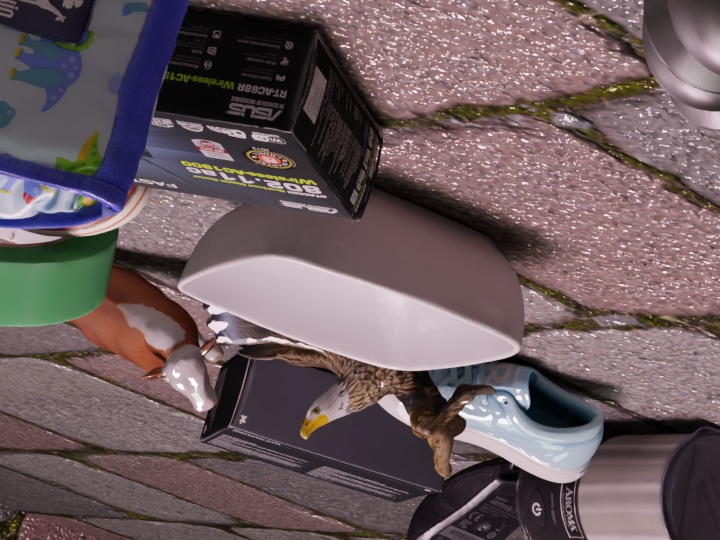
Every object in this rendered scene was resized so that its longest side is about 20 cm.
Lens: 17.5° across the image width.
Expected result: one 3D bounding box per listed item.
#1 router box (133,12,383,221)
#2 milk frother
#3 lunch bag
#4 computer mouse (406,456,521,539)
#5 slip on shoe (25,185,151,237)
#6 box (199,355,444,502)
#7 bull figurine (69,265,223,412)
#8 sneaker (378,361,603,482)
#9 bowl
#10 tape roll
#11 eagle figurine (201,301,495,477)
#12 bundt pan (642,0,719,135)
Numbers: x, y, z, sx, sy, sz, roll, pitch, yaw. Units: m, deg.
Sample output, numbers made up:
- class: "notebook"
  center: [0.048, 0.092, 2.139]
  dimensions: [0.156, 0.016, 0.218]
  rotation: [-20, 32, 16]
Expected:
- class: "router box"
  center: [-0.101, -0.093, 1.321]
  dimensions: [0.199, 0.062, 0.150]
  rotation: [10, 166, 18]
- class: "milk frother"
  center: [0.271, 0.203, 1.968]
  dimensions: [0.199, 0.181, 0.188]
  rotation: [-28, -167, -34]
- class: "lunch bag"
  center: [-0.168, -0.113, 1.099]
  dimensions: [0.199, 0.171, 0.127]
  rotation: [6, 164, 32]
- class: "computer mouse"
  center: [0.119, 0.202, 2.093]
  dimensions: [0.200, 0.053, 0.138]
  rotation: [-37, 139, 18]
- class: "slip on shoe"
  center: [-0.230, -0.072, 1.523]
  dimensions: [0.199, 0.074, 0.061]
  rotation: [15, 163, 18]
- class: "box"
  center: [-0.029, 0.141, 2.093]
  dimensions: [0.199, 0.079, 0.141]
  rotation: [18, 169, -12]
- class: "bull figurine"
  center: [-0.174, 0.044, 1.831]
  dimensions: [0.200, 0.065, 0.121]
  rotation: [36, 173, 20]
- class: "sneaker"
  center: [0.102, 0.093, 1.841]
  dimensions: [0.199, 0.074, 0.082]
  rotation: [21, 135, -5]
- class: "bowl"
  center: [0.000, 0.000, 1.544]
  dimensions: [0.199, 0.075, 0.199]
  rotation: [22, 164, -23]
- class: "tape roll"
  center: [-0.264, -0.025, 1.568]
  dimensions: [0.199, 0.048, 0.201]
  rotation: [12, -160, -5]
- class: "eagle figurine"
  center: [-0.008, 0.061, 1.744]
  dimensions: [0.200, 0.151, 0.152]
  rotation: [40, 129, 20]
- class: "bundt pan"
  center: [0.209, -0.094, 0.983]
  dimensions: [0.201, 0.076, 0.202]
  rotation: [13, 165, 4]
